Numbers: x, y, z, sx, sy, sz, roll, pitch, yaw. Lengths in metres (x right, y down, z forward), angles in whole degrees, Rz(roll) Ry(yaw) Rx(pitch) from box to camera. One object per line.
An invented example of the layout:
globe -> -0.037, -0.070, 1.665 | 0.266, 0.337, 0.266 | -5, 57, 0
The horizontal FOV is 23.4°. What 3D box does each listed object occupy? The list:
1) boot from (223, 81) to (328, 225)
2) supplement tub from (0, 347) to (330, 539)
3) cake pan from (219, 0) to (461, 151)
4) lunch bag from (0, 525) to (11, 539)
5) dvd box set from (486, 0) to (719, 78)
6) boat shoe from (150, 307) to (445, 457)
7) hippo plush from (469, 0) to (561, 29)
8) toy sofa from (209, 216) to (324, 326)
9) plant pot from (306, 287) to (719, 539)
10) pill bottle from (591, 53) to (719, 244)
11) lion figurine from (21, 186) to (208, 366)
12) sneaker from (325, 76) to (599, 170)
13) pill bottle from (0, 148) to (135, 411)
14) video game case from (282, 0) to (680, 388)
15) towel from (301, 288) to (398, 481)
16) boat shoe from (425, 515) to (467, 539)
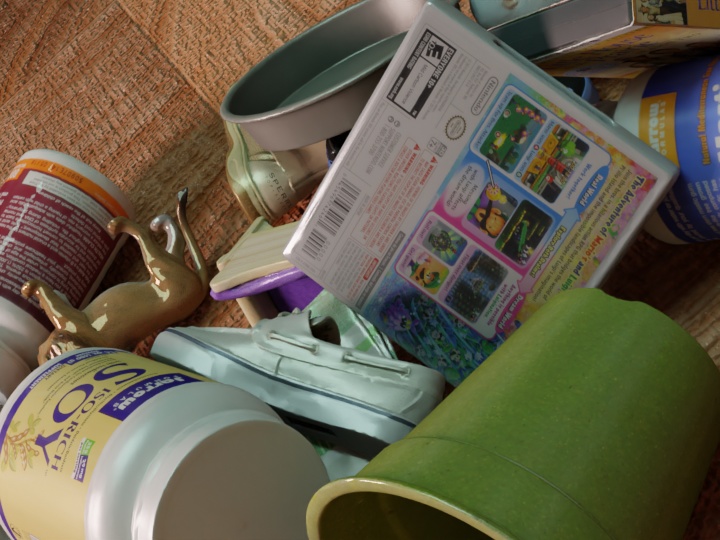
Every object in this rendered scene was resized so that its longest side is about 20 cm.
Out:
boot -> -0.029, -0.122, 1.378 | 0.155, 0.073, 0.200 | -27, 26, 10
supplement tub -> -0.123, 0.131, 1.051 | 0.200, 0.145, 0.146 | 11, 61, 52
cake pan -> -0.007, -0.149, 1.266 | 0.199, 0.037, 0.200 | -26, 21, 11
lunch bag -> -0.337, 0.184, 1.325 | 0.200, 0.122, 0.170 | -44, 30, -21
dvd box set -> 0.196, -0.145, 1.072 | 0.146, 0.199, 0.030 | -11, 83, 57
boat shoe -> -0.038, 0.060, 1.093 | 0.199, 0.071, 0.070 | 15, 71, 29
hippo plush -> 0.150, -0.228, 1.276 | 0.159, 0.199, 0.162 | -162, 88, -70
toy sofa -> 0.000, 0.000, 1.197 | 0.199, 0.083, 0.098 | -15, 26, 33
plant pot -> 0.103, 0.115, 0.939 | 0.199, 0.201, 0.190 | 2, 43, 44
pill bottle -> 0.223, -0.076, 1.056 | 0.199, 0.112, 0.112 | -9, 48, 37
lion figurine -> -0.182, 0.034, 1.362 | 0.200, 0.073, 0.123 | -40, 69, -6
sneaker -> 0.071, -0.101, 1.230 | 0.199, 0.078, 0.070 | -26, 48, 3
pill bottle -> -0.281, 0.009, 1.446 | 0.114, 0.114, 0.201 | 1, 54, 44
video game case -> 0.068, -0.034, 1.068 | 0.200, 0.182, 0.024 | -58, -11, 27
towel -> -0.020, 0.120, 1.109 | 0.152, 0.023, 0.200 | -38, 58, 8
boat shoe -> -0.014, 0.212, 1.016 | 0.200, 0.072, 0.072 | -40, 24, 4
